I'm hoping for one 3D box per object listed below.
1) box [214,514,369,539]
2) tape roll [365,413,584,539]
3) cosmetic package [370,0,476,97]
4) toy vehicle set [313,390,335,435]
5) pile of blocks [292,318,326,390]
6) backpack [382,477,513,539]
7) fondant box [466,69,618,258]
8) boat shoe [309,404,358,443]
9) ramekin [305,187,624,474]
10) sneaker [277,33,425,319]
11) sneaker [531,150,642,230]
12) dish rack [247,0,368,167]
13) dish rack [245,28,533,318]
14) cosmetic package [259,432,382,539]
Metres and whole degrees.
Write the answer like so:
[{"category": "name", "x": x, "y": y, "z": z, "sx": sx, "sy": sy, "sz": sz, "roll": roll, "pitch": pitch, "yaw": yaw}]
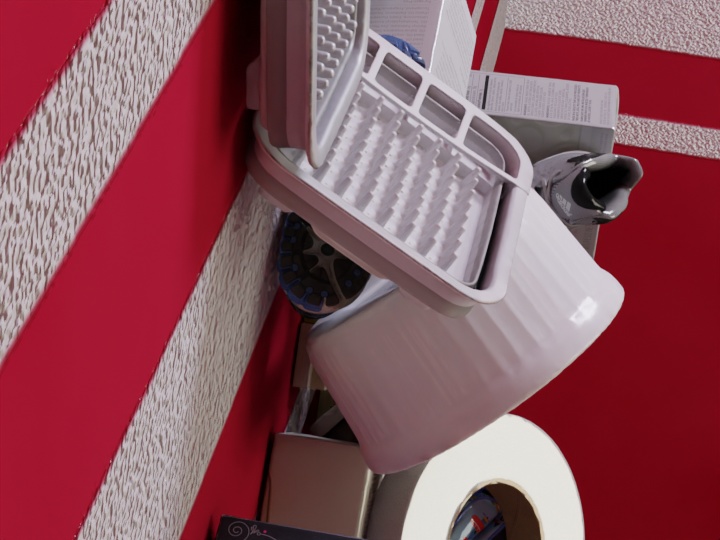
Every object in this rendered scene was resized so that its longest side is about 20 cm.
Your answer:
[{"category": "box", "x": -0.030, "y": 0.251, "z": 1.095, "sx": 0.200, "sy": 0.131, "sz": 0.115, "roll": 91, "pitch": 10, "yaw": -52}, {"category": "tape roll", "x": 0.084, "y": 0.201, "z": 1.295, "sx": 0.202, "sy": 0.037, "sz": 0.204, "roll": 1, "pitch": 89, "yaw": -45}, {"category": "cosmetic package", "x": 0.028, "y": -0.116, "z": 1.302, "sx": 0.102, "sy": 0.071, "sz": 0.201, "roll": 65, "pitch": 31, "yaw": -56}, {"category": "toy vehicle set", "x": -0.011, "y": 0.094, "z": 1.514, "sx": 0.124, "sy": 0.026, "sz": 0.201, "roll": -3, "pitch": 101, "yaw": -83}, {"category": "pile of blocks", "x": 0.000, "y": 0.000, "z": 1.339, "sx": 0.082, "sy": 0.062, "sz": 0.201, "roll": 84, "pitch": 16, "yaw": -66}, {"category": "backpack", "x": 0.030, "y": 0.235, "z": 1.427, "sx": 0.183, "sy": 0.200, "sz": 0.135, "roll": -43, "pitch": 118, "yaw": -14}, {"category": "fondant box", "x": 0.096, "y": -0.086, "z": 1.450, "sx": 0.145, "sy": 0.199, "sz": 0.058, "roll": 92, "pitch": 7, "yaw": -45}, {"category": "boat shoe", "x": 0.020, "y": 0.108, "z": 1.355, "sx": 0.072, "sy": 0.060, "sz": 0.202, "roll": -36, "pitch": 177, "yaw": -23}, {"category": "ramekin", "x": 0.060, "y": 0.032, "z": 1.171, "sx": 0.098, "sy": 0.200, "sz": 0.200, "roll": 54, "pitch": 14, "yaw": -6}, {"category": "sneaker", "x": -0.012, "y": -0.059, "z": 1.180, "sx": 0.085, "sy": 0.077, "sz": 0.201, "roll": 108, "pitch": 1, "yaw": -69}, {"category": "sneaker", "x": 0.117, "y": -0.043, "z": 1.314, "sx": 0.075, "sy": 0.199, "sz": 0.115, "roll": 65, "pitch": -21, "yaw": -5}, {"category": "dish rack", "x": -0.026, "y": -0.171, "z": 0.941, "sx": 0.172, "sy": 0.043, "sz": 0.201, "roll": -71, "pitch": 165, "yaw": -60}, {"category": "dish rack", "x": 0.014, "y": -0.059, "z": 1.054, "sx": 0.044, "sy": 0.171, "sz": 0.200, "roll": -49, "pitch": -169, "yaw": 30}, {"category": "cosmetic package", "x": -0.035, "y": 0.216, "z": 1.267, "sx": 0.104, "sy": 0.073, "sz": 0.201, "roll": 45, "pitch": 54, "yaw": -82}]
